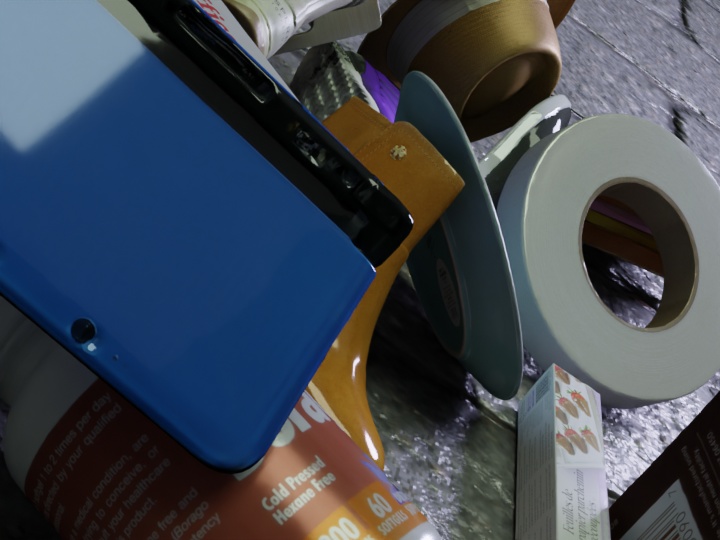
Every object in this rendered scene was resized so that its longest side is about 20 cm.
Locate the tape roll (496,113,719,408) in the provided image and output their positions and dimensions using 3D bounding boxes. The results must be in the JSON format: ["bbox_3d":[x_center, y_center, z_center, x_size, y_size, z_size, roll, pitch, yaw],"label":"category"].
[{"bbox_3d":[0.181,-0.007,1.065,0.200,0.037,0.206,8,73,-28],"label":"tape roll"}]

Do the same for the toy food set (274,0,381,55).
[{"bbox_3d":[-0.071,-0.217,1.136,0.142,0.061,0.201,-14,37,-3],"label":"toy food set"}]

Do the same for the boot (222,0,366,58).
[{"bbox_3d":[-0.096,-0.195,1.004,0.198,0.073,0.154,23,40,30],"label":"boot"}]

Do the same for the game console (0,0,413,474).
[{"bbox_3d":[-0.089,-0.047,0.598,0.200,0.118,0.171,43,3,-17],"label":"game console"}]

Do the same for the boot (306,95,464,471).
[{"bbox_3d":[0.000,0.000,0.807,0.202,0.143,0.071,52,-2,35],"label":"boot"}]

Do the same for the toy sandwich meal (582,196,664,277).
[{"bbox_3d":[0.216,-0.028,1.227,0.203,0.071,0.205,26,-5,2],"label":"toy sandwich meal"}]

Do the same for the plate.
[{"bbox_3d":[0.048,-0.017,0.916,0.025,0.202,0.201,-16,45,-10],"label":"plate"}]

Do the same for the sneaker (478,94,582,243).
[{"bbox_3d":[0.124,-0.049,1.126,0.099,0.071,0.200,43,47,1],"label":"sneaker"}]

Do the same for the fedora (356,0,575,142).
[{"bbox_3d":[0.091,-0.157,1.163,0.199,0.200,0.083,6,55,-49],"label":"fedora"}]

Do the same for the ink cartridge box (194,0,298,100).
[{"bbox_3d":[-0.148,-0.060,0.714,0.199,0.147,0.147,4,41,-51],"label":"ink cartridge box"}]

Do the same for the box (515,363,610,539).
[{"bbox_3d":[0.114,0.124,0.884,0.038,0.042,0.201,33,24,-10],"label":"box"}]

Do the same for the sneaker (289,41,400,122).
[{"bbox_3d":[0.016,-0.088,1.077,0.099,0.070,0.201,27,27,-28],"label":"sneaker"}]

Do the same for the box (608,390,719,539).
[{"bbox_3d":[0.256,0.181,0.827,0.198,0.165,0.167,26,27,-25],"label":"box"}]

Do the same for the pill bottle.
[{"bbox_3d":[-0.070,0.078,0.622,0.200,0.113,0.112,45,26,13],"label":"pill bottle"}]
